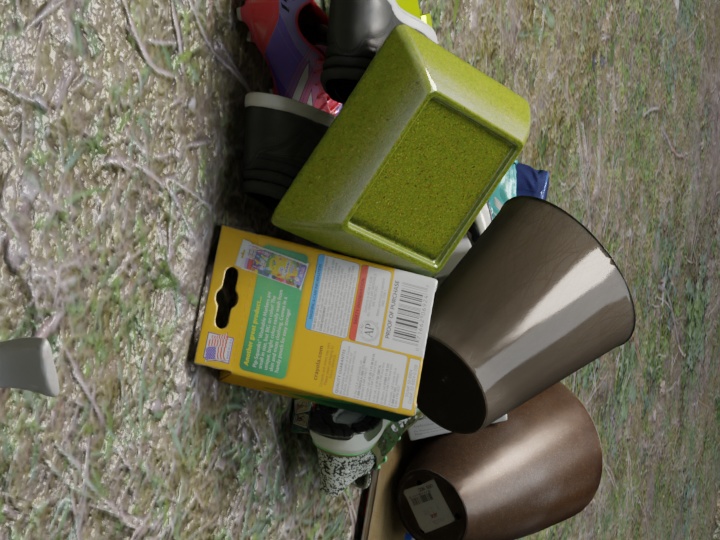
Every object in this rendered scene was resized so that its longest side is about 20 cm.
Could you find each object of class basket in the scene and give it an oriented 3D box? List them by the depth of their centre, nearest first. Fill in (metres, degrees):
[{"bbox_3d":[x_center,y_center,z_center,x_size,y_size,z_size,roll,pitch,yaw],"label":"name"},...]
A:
[{"bbox_3d":[0.137,0.053,1.523,0.200,0.136,0.180,-39,88,-33],"label":"basket"}]

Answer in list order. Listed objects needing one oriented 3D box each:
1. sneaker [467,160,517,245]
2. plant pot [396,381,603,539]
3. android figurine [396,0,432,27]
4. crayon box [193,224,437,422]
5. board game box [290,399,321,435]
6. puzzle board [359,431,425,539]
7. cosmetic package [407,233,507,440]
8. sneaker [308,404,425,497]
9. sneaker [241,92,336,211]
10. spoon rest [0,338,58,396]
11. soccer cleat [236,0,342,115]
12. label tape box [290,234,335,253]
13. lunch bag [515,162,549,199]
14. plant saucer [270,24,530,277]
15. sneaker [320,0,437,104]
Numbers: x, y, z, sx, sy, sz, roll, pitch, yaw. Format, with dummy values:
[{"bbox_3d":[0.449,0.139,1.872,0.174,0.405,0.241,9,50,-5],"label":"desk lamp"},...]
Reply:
[{"bbox_3d":[0.121,-0.108,1.684,0.201,0.079,0.077,69,-16,-1],"label":"sneaker"},{"bbox_3d":[0.132,0.223,1.756,0.200,0.186,0.188,-23,115,-48],"label":"plant pot"},{"bbox_3d":[0.039,-0.208,1.590,0.182,0.041,0.201,-33,115,-71],"label":"android figurine"},{"bbox_3d":[-0.042,0.047,1.402,0.052,0.199,0.126,148,-45,-69],"label":"crayon box"},{"bbox_3d":[-0.027,0.062,1.574,0.105,0.023,0.201,19,76,-62],"label":"board game box"},{"bbox_3d":[0.035,0.262,1.743,0.151,0.017,0.201,39,58,-62],"label":"puzzle board"},{"bbox_3d":[0.081,0.070,1.683,0.081,0.112,0.201,-98,177,-58],"label":"cosmetic package"},{"bbox_3d":[0.005,0.164,1.569,0.200,0.077,0.089,-18,123,-59],"label":"sneaker"},{"bbox_3d":[-0.022,-0.082,1.425,0.199,0.071,0.100,15,86,-28],"label":"sneaker"},{"bbox_3d":[-0.277,0.096,0.984,0.200,0.060,0.100,-30,121,-46],"label":"spoon rest"},{"bbox_3d":[-0.044,-0.181,1.437,0.200,0.076,0.067,63,38,-47],"label":"soccer cleat"},{"bbox_3d":[0.000,0.000,1.521,0.143,0.066,0.201,31,65,-44],"label":"label tape box"},{"bbox_3d":[0.132,-0.040,1.774,0.136,0.132,0.201,15,84,-83],"label":"lunch bag"},{"bbox_3d":[0.051,-0.084,1.385,0.200,0.048,0.200,23,104,-48],"label":"plant saucer"},{"bbox_3d":[0.013,-0.182,1.415,0.200,0.070,0.100,24,75,-70],"label":"sneaker"}]
